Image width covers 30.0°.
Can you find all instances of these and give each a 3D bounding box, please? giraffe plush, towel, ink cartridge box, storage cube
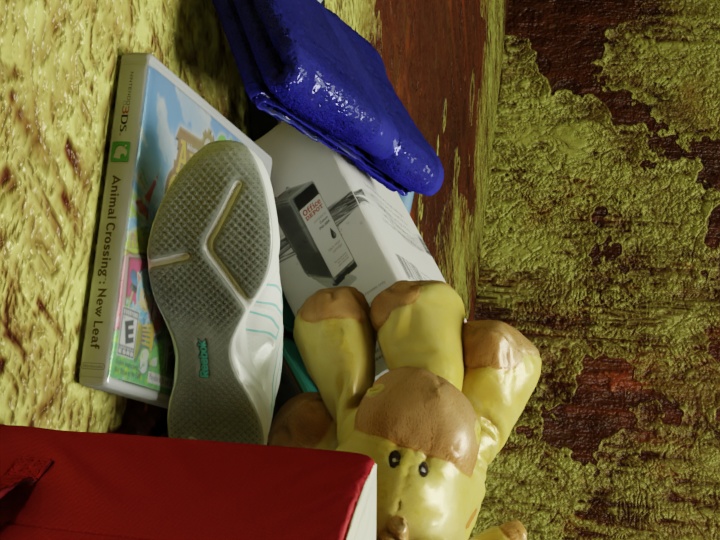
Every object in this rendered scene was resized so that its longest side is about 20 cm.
[{"bbox_3d":[0.020,0.107,0.761,0.162,0.171,0.202,-1,88,-83],"label":"giraffe plush"},{"bbox_3d":[-0.029,-0.132,0.900,0.200,0.049,0.148,31,27,-55],"label":"towel"},{"bbox_3d":[0.000,0.000,0.965,0.201,0.083,0.147,63,13,23],"label":"ink cartridge box"},{"bbox_3d":[-0.093,0.182,0.540,0.171,0.178,0.202,-59,150,-69],"label":"storage cube"}]

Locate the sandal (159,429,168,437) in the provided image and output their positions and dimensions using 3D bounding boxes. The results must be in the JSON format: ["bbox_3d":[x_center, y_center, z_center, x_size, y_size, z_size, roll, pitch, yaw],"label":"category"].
[{"bbox_3d":[-0.109,0.158,0.792,0.201,0.057,0.081,-66,158,-68],"label":"sandal"}]

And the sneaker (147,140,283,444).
[{"bbox_3d":[-0.077,0.018,0.760,0.080,0.070,0.202,-65,161,-64],"label":"sneaker"}]

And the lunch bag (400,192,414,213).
[{"bbox_3d":[-0.017,0.007,1.201,0.201,0.093,0.152,101,3,-55],"label":"lunch bag"}]

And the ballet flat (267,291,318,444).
[{"bbox_3d":[-0.069,0.055,0.922,0.068,0.068,0.201,38,23,-45],"label":"ballet flat"}]

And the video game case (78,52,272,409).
[{"bbox_3d":[-0.103,-0.009,0.804,0.200,0.022,0.184,37,57,-70],"label":"video game case"}]

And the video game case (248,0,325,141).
[{"bbox_3d":[-0.057,-0.174,1.073,0.181,0.025,0.202,-70,162,-59],"label":"video game case"}]
